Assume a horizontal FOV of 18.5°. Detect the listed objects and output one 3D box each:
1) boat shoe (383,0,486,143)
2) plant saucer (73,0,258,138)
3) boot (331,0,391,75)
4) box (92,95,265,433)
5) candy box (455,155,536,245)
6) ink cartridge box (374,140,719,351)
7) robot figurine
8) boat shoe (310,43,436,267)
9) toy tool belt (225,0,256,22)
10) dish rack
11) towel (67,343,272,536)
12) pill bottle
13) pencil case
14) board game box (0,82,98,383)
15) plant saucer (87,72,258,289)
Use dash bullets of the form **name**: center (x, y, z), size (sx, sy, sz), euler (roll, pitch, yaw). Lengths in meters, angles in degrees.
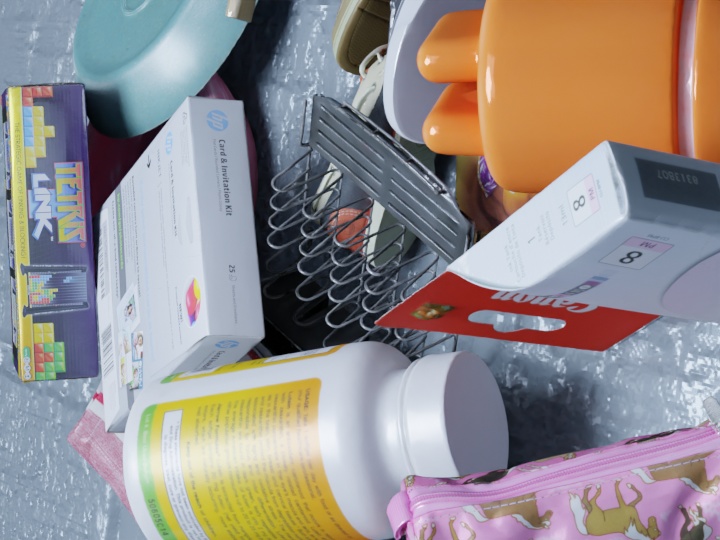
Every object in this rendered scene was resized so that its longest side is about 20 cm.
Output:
- **boat shoe**: center (0.047, -0.172, 1.224), size (0.066, 0.070, 0.200), euler (30, 111, 61)
- **plant saucer**: center (-0.141, -0.188, 1.541), size (0.200, 0.036, 0.200), euler (-31, 44, 34)
- **boot**: center (0.017, -0.235, 1.359), size (0.155, 0.072, 0.200), euler (54, 126, 42)
- **box**: center (-0.119, 0.001, 1.396), size (0.200, 0.041, 0.156), euler (136, 132, -59)
- **candy box**: center (0.108, -0.108, 1.235), size (0.117, 0.056, 0.200), euler (-2, 84, 55)
- **ink cartridge box**: center (0.129, 0.011, 1.106), size (0.200, 0.162, 0.057), euler (-43, 49, 44)
- **robot figurine**: center (0.131, -0.096, 1.109), size (0.200, 0.117, 0.144), euler (2, 75, 15)
- **boat shoe**: center (0.022, -0.098, 1.335), size (0.063, 0.071, 0.200), euler (36, 123, 29)
- **toy tool belt**: center (-0.072, -0.242, 1.430), size (0.125, 0.200, 0.123), euler (-8, 113, 16)
- **dish rack**: center (0.000, 0.000, 1.297), size (0.153, 0.055, 0.200), euler (40, 146, 25)
- **towel**: center (-0.123, 0.104, 1.523), size (0.144, 0.023, 0.200), euler (47, 130, 20)
- **pill bottle**: center (-0.023, 0.100, 1.244), size (0.200, 0.111, 0.111), euler (-11, 77, 27)
- **pencil case**: center (0.118, 0.120, 1.093), size (0.200, 0.083, 0.087), euler (-16, 92, 9)
- **board game box**: center (-0.218, -0.029, 1.548), size (0.165, 0.057, 0.200), euler (-165, 73, -78)
- **plant saucer**: center (-0.133, -0.060, 1.571), size (0.200, 0.051, 0.201), euler (-8, 81, 53)
